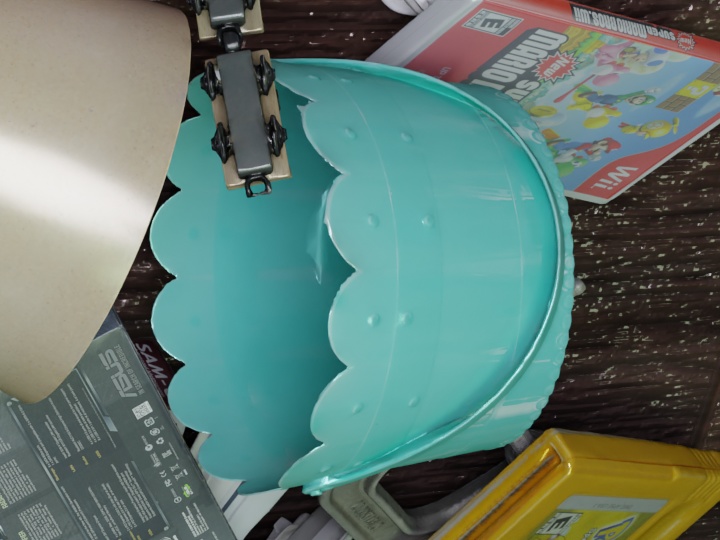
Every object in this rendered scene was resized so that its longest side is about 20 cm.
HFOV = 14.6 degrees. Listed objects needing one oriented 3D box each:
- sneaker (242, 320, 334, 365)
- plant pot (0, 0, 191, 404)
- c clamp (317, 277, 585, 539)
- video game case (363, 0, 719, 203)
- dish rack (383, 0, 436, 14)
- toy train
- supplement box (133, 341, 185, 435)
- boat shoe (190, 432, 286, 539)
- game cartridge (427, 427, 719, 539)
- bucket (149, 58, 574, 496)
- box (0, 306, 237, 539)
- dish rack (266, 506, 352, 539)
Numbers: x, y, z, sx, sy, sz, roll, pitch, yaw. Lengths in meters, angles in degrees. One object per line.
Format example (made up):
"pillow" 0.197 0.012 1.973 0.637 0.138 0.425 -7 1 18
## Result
"sneaker" 0.015 0.015 1.466 0.199 0.070 0.090 3 119 -37
"plant pot" -0.203 -0.063 1.217 0.199 0.188 0.188 21 114 -19
"c clamp" 0.058 0.093 1.493 0.170 0.027 0.200 -31 156 -4
"video game case" 0.091 -0.087 1.413 0.199 0.018 0.143 10 148 -35
"dish rack" 0.050 -0.213 1.309 0.171 0.044 0.200 -40 135 3
"toy train" -0.061 -0.127 1.241 0.034 0.201 0.046 -9 167 -2
"supplement box" -0.194 0.095 1.410 0.199 0.061 0.109 -1 123 -30
"boat shoe" -0.087 0.121 1.494 0.067 0.074 0.200 36 121 -3
"game cartridge" 0.106 0.161 1.601 0.176 0.033 0.200 -45 150 22
"bucket" 0.000 0.000 1.321 0.134 0.207 0.208 -3 126 -28
"box" -0.155 0.117 1.367 0.157 0.051 0.201 -29 130 -5
"dish rack" -0.079 0.218 1.535 0.201 0.043 0.172 -57 173 20
